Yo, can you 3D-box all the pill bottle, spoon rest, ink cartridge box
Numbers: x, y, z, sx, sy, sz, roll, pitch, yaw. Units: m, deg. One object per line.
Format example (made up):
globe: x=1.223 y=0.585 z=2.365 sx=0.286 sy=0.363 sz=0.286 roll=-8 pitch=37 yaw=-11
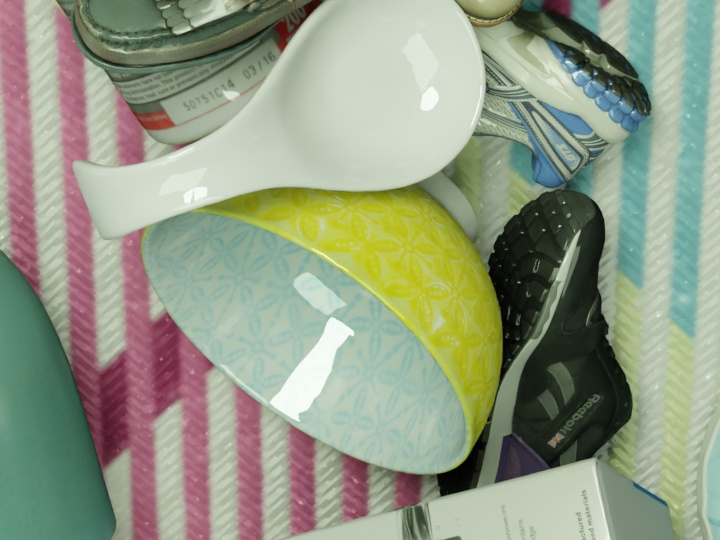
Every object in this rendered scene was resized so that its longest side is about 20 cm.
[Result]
pill bottle: x=-0.106 y=-0.171 z=1.211 sx=0.114 sy=0.114 sz=0.200 roll=-29 pitch=111 yaw=12
spoon rest: x=-0.031 y=-0.067 z=1.164 sx=0.200 sy=0.061 sz=0.099 roll=-25 pitch=105 yaw=-14
ink cartridge box: x=0.057 y=0.171 z=1.322 sx=0.200 sy=0.146 sz=0.084 roll=-17 pitch=71 yaw=18

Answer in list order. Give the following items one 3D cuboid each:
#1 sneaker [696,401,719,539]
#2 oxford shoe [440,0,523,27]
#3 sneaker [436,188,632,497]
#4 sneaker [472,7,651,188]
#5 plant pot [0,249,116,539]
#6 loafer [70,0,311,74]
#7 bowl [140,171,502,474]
sneaker: x=0.227 y=0.092 z=1.344 sx=0.074 sy=0.082 sz=0.200 roll=8 pitch=114 yaw=-2
oxford shoe: x=0.086 y=-0.211 z=1.182 sx=0.071 sy=0.074 sz=0.200 roll=17 pitch=92 yaw=-17
sneaker: x=0.107 y=0.045 z=1.337 sx=0.087 sy=0.076 sz=0.200 roll=5 pitch=124 yaw=-18
sneaker: x=0.046 y=-0.107 z=1.262 sx=0.200 sy=0.077 sz=0.085 roll=34 pitch=114 yaw=-13
plant pot: x=-0.236 y=0.071 z=1.279 sx=0.200 sy=0.201 sz=0.161 roll=-8 pitch=103 yaw=3
loafer: x=-0.037 y=-0.150 z=1.132 sx=0.200 sy=0.063 sz=0.072 roll=-22 pitch=71 yaw=-13
bowl: x=0.000 y=0.000 z=1.277 sx=0.200 sy=0.200 sz=0.108 roll=45 pitch=64 yaw=-17
